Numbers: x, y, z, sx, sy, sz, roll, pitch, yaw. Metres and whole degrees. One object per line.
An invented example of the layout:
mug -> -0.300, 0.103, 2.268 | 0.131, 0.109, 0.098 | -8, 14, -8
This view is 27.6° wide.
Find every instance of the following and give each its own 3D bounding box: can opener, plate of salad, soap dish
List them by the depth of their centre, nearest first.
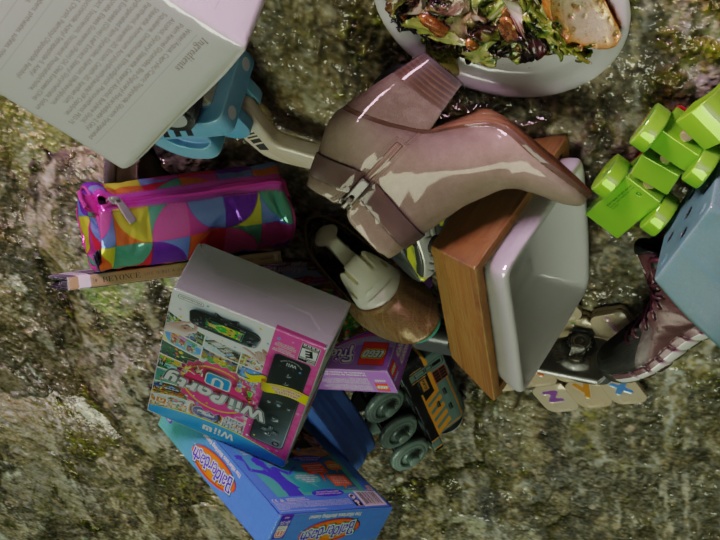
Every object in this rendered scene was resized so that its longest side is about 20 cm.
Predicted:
plate of salad -> 0.102, -0.195, 1.108 | 0.200, 0.048, 0.200 | 13, 146, 9
soap dish -> 0.132, -0.004, 1.278 | 0.081, 0.157, 0.200 | 22, 150, 25
can opener -> 0.150, 0.080, 1.441 | 0.200, 0.053, 0.067 | 10, 144, 14

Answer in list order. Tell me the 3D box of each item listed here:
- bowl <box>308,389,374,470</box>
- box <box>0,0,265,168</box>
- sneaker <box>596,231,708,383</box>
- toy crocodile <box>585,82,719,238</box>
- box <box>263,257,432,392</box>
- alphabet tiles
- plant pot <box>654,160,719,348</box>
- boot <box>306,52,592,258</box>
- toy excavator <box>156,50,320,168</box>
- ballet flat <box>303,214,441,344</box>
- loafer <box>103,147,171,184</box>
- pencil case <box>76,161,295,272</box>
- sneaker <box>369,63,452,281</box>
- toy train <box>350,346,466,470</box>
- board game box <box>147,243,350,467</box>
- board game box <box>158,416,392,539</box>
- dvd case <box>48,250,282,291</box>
bowl -> -0.057, 0.126, 1.552 | 0.201, 0.039, 0.201 | 49, 168, 14
box -> -0.166, -0.224, 1.057 | 0.171, 0.199, 0.200 | 32, 144, -20
sneaker -> 0.267, 0.021, 1.323 | 0.115, 0.076, 0.200 | 39, 131, -20
toy crocodile -> 0.243, -0.087, 1.188 | 0.067, 0.062, 0.200 | 34, 148, 2
box -> -0.041, 0.051, 1.441 | 0.200, 0.137, 0.039 | 1, 141, 24
alphabet tiles -> 0.198, 0.080, 1.478 | 0.200, 0.015, 0.196 | -11, 136, 37
plant pot -> 0.347, 0.001, 1.171 | 0.200, 0.141, 0.141 | 28, 131, -1
boot -> 0.063, -0.070, 1.167 | 0.200, 0.070, 0.146 | 38, 99, -3
toy excavator -> -0.112, -0.136, 1.269 | 0.194, 0.100, 0.200 | 0, 155, 29
ballet flat -> 0.000, 0.000, 1.341 | 0.072, 0.068, 0.200 | 47, 180, -38
loafer -> -0.198, -0.081, 1.402 | 0.070, 0.075, 0.200 | 1, 148, 4
pencil case -> -0.159, -0.049, 1.330 | 0.200, 0.088, 0.088 | -9, 154, -23
sneaker -> 0.055, -0.091, 1.264 | 0.074, 0.085, 0.200 | 31, 139, 43
toy train -> 0.051, 0.128, 1.534 | 0.085, 0.114, 0.200 | 50, 171, 38
board game box -> -0.107, 0.081, 1.350 | 0.147, 0.064, 0.200 | 22, 141, 2
board game box -> -0.086, 0.193, 1.455 | 0.152, 0.200, 0.045 | 5, 118, -44
dvd case -> -0.190, -0.002, 1.402 | 0.200, 0.016, 0.149 | -8, -177, -18
